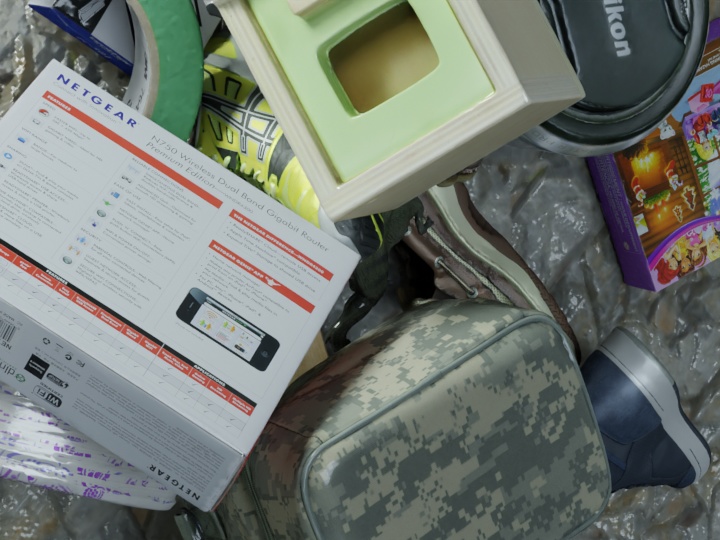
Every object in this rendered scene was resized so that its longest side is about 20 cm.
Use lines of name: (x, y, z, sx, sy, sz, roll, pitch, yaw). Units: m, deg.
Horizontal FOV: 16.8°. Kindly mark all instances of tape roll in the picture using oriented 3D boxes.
tape roll: (-0.187, -0.113, 1.337, 0.199, 0.048, 0.202, -6, 114, -15)

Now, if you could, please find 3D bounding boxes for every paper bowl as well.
paper bowl: (-0.184, 0.057, 1.310, 0.200, 0.200, 0.105, 16, 87, -29)

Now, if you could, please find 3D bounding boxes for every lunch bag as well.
lunch bag: (0.014, 0.103, 1.330, 0.199, 0.167, 0.140, -31, 113, -27)

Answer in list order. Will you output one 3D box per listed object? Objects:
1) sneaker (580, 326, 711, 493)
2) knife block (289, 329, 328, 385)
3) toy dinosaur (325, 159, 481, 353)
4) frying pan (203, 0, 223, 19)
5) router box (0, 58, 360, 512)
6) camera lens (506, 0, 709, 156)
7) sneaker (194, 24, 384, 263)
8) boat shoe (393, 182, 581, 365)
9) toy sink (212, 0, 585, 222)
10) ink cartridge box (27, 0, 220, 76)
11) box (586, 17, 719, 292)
sneaker: (0.144, 0.127, 1.545, 0.146, 0.077, 0.202, -46, 151, -4)
knife block: (-0.028, 0.114, 1.452, 0.175, 0.064, 0.201, 29, 83, -11)
toy dinosaur: (0.000, 0.000, 1.411, 0.200, 0.047, 0.088, -49, 157, -35)
frying pan: (-0.083, -0.177, 1.345, 0.031, 0.115, 0.191, -19, 117, 12)
router box: (-0.118, 0.003, 1.244, 0.199, 0.049, 0.180, 33, 39, -1)
camera lens: (0.096, -0.153, 1.430, 0.159, 0.200, 0.161, -4, 99, -27)
sneaker: (-0.048, -0.064, 1.384, 0.076, 0.200, 0.076, -31, 135, 0)
boat shoe: (0.054, 0.002, 1.508, 0.075, 0.075, 0.203, -41, 104, -11)
toy sink: (0.006, -0.146, 1.285, 0.201, 0.130, 0.112, 63, 22, 5)
ink cartridge box: (-0.099, -0.212, 1.405, 0.094, 0.044, 0.201, 33, 81, -29)
box: (0.242, -0.091, 1.608, 0.199, 0.039, 0.138, -28, 110, -22)
